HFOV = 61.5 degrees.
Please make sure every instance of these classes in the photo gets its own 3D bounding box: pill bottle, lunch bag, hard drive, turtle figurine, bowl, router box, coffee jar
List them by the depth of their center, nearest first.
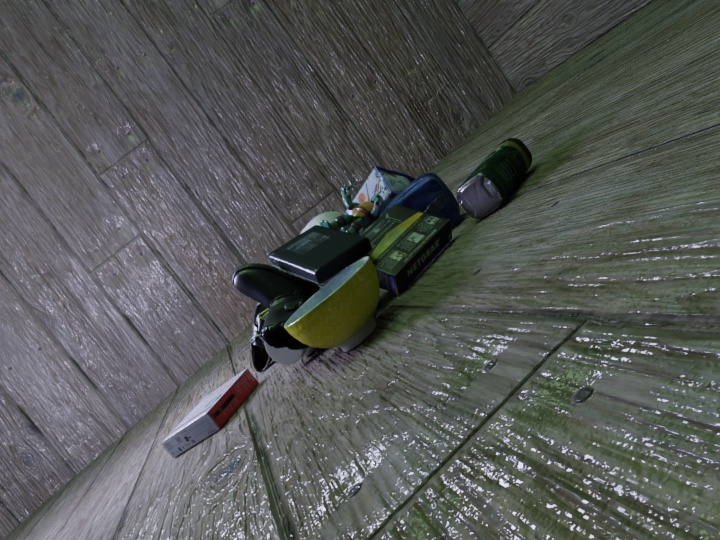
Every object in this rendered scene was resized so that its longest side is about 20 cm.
[{"bbox_3d":[-0.031,0.079,1.094,0.199,0.109,0.200,-38,6,4],"label":"bowl"},{"bbox_3d":[-0.086,-0.038,1.240,0.138,0.034,0.198,-33,28,-25],"label":"hard drive"},{"bbox_3d":[0.075,-0.050,1.263,0.155,0.053,0.200,20,50,38],"label":"router box"},{"bbox_3d":[0.285,-0.197,1.268,0.104,0.086,0.200,-36,8,49],"label":"coffee jar"},{"bbox_3d":[-0.134,0.121,1.342,0.119,0.121,0.200,-35,8,26],"label":"pill bottle"},{"bbox_3d":[0.132,-0.126,1.426,0.199,0.137,0.132,-39,6,13],"label":"lunch bag"},{"bbox_3d":[0.002,-0.144,1.435,0.147,0.102,0.200,5,41,46],"label":"turtle figurine"},{"bbox_3d":[-0.356,0.338,1.440,0.198,0.049,0.180,-35,8,33],"label":"router box"},{"bbox_3d":[0.089,-0.162,1.600,0.197,0.125,0.171,5,-45,-43],"label":"lunch bag"}]

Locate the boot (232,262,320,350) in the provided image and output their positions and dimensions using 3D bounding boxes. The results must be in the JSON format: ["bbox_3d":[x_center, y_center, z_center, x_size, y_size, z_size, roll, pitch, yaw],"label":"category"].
[{"bbox_3d":[-0.178,0.072,1.216,0.170,0.195,0.078,-81,8,-57],"label":"boot"}]

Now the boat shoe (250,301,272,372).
[{"bbox_3d":[-0.248,0.167,1.555,0.068,0.070,0.205,-61,-19,-61],"label":"boat shoe"}]

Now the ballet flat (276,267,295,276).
[{"bbox_3d":[-0.190,0.027,1.501,0.069,0.069,0.201,-41,-15,-24],"label":"ballet flat"}]

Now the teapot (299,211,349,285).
[{"bbox_3d":[-0.100,-0.049,1.530,0.142,0.201,0.202,-5,59,15],"label":"teapot"}]

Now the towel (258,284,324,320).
[{"bbox_3d":[-0.164,0.078,1.515,0.143,0.023,0.199,-44,-17,11],"label":"towel"}]
